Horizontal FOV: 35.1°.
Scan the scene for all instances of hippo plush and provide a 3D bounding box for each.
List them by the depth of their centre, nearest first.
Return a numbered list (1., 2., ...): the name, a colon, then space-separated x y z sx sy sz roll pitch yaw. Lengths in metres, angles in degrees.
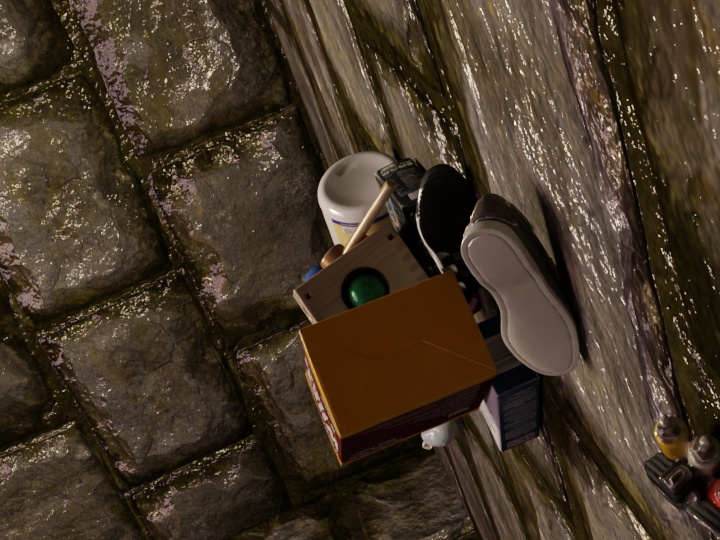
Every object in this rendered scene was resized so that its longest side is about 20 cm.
1. hippo plush: 0.134 0.320 2.513 0.200 0.158 0.162 -169 57 -85

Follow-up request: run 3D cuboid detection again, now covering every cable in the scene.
1. cable: 0.252 0.158 0.841 0.097 0.050 0.200 48 -178 20

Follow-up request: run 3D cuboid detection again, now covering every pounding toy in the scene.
1. pounding toy: 0.000 0.000 1.522 0.143 0.183 0.200 54 175 1

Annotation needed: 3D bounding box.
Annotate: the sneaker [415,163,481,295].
1. sneaker: 0.096 -0.062 1.353 0.201 0.074 0.089 72 172 -48

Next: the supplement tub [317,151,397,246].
1. supplement tub: 0.022 -0.073 1.820 0.201 0.144 0.146 70 175 -46

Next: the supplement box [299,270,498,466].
1. supplement box: 0.041 0.124 1.380 0.200 0.196 0.134 91 157 -71

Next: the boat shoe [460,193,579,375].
1. boat shoe: 0.154 0.016 1.056 0.202 0.072 0.061 57 -149 -34

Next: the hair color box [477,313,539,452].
1. hair color box: 0.183 0.146 1.454 0.200 0.060 0.101 75 172 -61

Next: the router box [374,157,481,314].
1. router box: 0.094 -0.041 1.600 0.150 0.062 0.201 -122 10 -63
